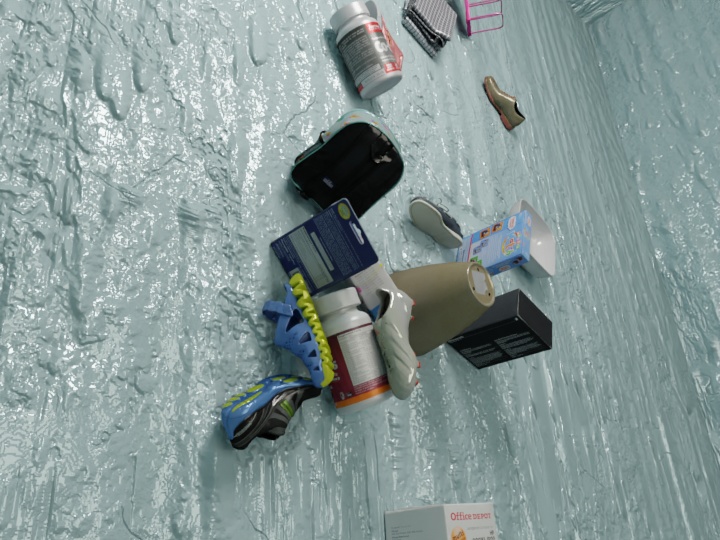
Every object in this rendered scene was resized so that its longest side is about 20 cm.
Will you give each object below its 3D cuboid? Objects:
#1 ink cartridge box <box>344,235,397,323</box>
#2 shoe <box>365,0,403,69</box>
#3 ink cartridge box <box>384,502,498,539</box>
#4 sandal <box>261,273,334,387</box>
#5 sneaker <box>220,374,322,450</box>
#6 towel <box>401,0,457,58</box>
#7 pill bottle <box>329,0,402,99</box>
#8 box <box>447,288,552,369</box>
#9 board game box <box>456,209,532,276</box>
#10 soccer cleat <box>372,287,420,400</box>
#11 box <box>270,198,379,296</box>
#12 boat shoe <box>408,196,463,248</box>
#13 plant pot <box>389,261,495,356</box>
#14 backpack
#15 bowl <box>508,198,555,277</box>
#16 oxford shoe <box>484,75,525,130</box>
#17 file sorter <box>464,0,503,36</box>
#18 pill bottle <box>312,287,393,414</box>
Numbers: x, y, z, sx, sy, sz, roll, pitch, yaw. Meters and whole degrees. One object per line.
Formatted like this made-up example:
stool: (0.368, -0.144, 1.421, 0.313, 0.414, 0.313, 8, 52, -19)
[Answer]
ink cartridge box: (0.000, 0.000, 1.133, 0.068, 0.115, 0.201, -35, 100, -9)
shoe: (0.054, -0.595, 1.553, 0.090, 0.071, 0.203, 4, 73, -48)
ink cartridge box: (0.145, 0.507, 1.014, 0.146, 0.144, 0.202, 18, 57, -40)
sandal: (-0.102, 0.105, 0.978, 0.080, 0.086, 0.201, 79, -12, -57)
sneaker: (-0.135, 0.215, 0.928, 0.199, 0.070, 0.084, -19, 107, -53)
towel: (0.211, -0.771, 1.804, 0.165, 0.085, 0.202, 39, 46, -26)
pill bottle: (0.011, -0.527, 1.429, 0.113, 0.113, 0.202, -26, 91, -51)
box: (0.309, 0.136, 1.347, 0.141, 0.199, 0.080, 38, 46, -29)
board game box: (0.321, -0.050, 1.459, 0.037, 0.199, 0.152, 41, 45, -25)
soccer cleat: (0.055, 0.122, 1.023, 0.077, 0.069, 0.202, 19, 53, -27)
box: (-0.058, -0.036, 1.028, 0.032, 0.199, 0.122, -34, 96, -50)
boat shoe: (0.186, -0.126, 1.446, 0.199, 0.074, 0.062, 33, 50, -35)
plant pot: (0.169, 0.060, 1.233, 0.186, 0.199, 0.190, 24, 54, -37)
backpack: (-0.015, -0.210, 1.169, 0.176, 0.199, 0.154, 45, 27, -19)
bowl: (0.499, -0.087, 1.776, 0.200, 0.074, 0.201, 39, 46, -27)
oxford shoe: (0.491, -0.580, 2.023, 0.201, 0.074, 0.070, 55, 41, -11)
file sorter: (0.409, -0.918, 1.994, 0.139, 0.124, 0.203, -1, 86, -77)
pill bottle: (-0.020, 0.140, 1.050, 0.109, 0.109, 0.202, -10, 78, -50)
